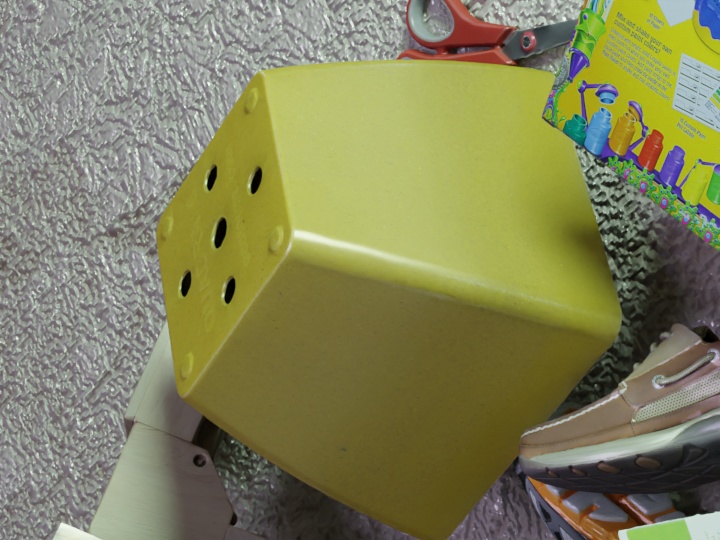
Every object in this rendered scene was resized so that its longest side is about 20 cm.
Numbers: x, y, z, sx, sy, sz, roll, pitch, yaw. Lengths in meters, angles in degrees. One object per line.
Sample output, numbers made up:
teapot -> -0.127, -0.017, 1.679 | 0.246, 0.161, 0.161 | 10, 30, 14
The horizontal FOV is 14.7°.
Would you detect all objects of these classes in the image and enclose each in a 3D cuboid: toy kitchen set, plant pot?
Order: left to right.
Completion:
toy kitchen set -> -0.052, 0.123, 1.735 | 0.163, 0.180, 0.200 | 99, -167, -72
plant pot -> 0.000, 0.000, 1.525 | 0.200, 0.176, 0.200 | -53, 34, 36

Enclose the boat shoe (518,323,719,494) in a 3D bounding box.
boat shoe -> 0.175, 0.066, 1.438 | 0.200, 0.076, 0.072 | -15, 66, 22

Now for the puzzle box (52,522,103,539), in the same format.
puzzle box -> -0.095, 0.213, 1.671 | 0.133, 0.200, 0.025 | 115, 178, -70

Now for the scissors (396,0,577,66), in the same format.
scissors -> 0.089, -0.121, 1.585 | 0.200, 0.014, 0.073 | 12, 100, 46

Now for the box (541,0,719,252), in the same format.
box -> 0.220, -0.111, 1.353 | 0.200, 0.122, 0.193 | 42, 123, 39

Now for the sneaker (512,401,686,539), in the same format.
sneaker -> 0.138, 0.149, 1.507 | 0.200, 0.078, 0.077 | 54, 145, 37

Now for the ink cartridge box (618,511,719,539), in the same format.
ink cartridge box -> 0.189, 0.183, 1.294 | 0.076, 0.200, 0.148 | -33, 69, 46
